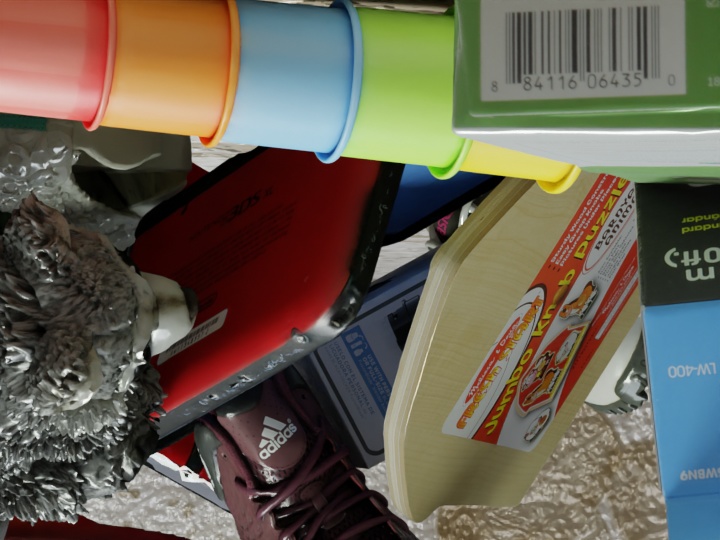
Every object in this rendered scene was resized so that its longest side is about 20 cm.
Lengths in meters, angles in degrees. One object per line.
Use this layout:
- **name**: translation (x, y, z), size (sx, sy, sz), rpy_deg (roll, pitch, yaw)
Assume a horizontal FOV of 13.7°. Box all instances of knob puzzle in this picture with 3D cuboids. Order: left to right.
- **knob puzzle**: translation (0.061, 0.003, 1.108), size (0.030, 0.220, 0.220), rpy_deg (34, -169, 22)

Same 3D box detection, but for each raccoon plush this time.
- **raccoon plush**: translation (-0.148, 0.051, 1.041), size (0.200, 0.097, 0.134), rpy_deg (-33, 168, -2)

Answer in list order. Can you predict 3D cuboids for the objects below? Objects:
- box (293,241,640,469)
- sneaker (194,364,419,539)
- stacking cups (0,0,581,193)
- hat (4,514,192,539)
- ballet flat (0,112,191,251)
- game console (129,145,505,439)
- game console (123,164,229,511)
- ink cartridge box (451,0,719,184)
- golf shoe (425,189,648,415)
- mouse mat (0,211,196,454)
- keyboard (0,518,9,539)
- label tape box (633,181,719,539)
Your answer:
- **box**: translation (0.063, 0.009, 1.250), size (0.200, 0.060, 0.117), rpy_deg (-29, -177, -13)
- **sneaker**: translation (-0.016, 0.101, 1.138), size (0.076, 0.116, 0.200), rpy_deg (-33, -149, -12)
- **stacking cups**: translation (-0.026, -0.067, 0.955), size (0.200, 0.061, 0.060), rpy_deg (8, 175, -17)
- **hat**: translation (-0.200, 0.112, 1.164), size (0.200, 0.176, 0.166), rpy_deg (-41, 166, 8)
- **ballet flat**: translation (-0.105, -0.044, 1.208), size (0.072, 0.072, 0.200), rpy_deg (0, 178, 17)
- **game console**: translation (0.000, 0.000, 1.150), size (0.119, 0.173, 0.200), rpy_deg (29, 147, -22)
- **game console**: translation (-0.110, 0.047, 1.374), size (0.172, 0.200, 0.119), rpy_deg (31, 124, -16)
- **ink cartridge box**: translation (0.105, -0.060, 0.878), size (0.104, 0.059, 0.200), rpy_deg (0, 177, 20)
- **golf shoe**: translation (0.075, 0.001, 1.382), size (0.088, 0.077, 0.200), rpy_deg (16, -161, -30)
- **mouse mat**: translation (-0.159, 0.006, 1.214), size (0.008, 0.200, 0.161), rpy_deg (-47, 172, 21)
- **keyboard**: translation (-0.167, 0.141, 1.045), size (0.056, 0.011, 0.200), rpy_deg (-1, -145, 9)
- **label tape box**: translation (0.164, 0.008, 0.970), size (0.144, 0.063, 0.200), rpy_deg (-6, -143, 7)
